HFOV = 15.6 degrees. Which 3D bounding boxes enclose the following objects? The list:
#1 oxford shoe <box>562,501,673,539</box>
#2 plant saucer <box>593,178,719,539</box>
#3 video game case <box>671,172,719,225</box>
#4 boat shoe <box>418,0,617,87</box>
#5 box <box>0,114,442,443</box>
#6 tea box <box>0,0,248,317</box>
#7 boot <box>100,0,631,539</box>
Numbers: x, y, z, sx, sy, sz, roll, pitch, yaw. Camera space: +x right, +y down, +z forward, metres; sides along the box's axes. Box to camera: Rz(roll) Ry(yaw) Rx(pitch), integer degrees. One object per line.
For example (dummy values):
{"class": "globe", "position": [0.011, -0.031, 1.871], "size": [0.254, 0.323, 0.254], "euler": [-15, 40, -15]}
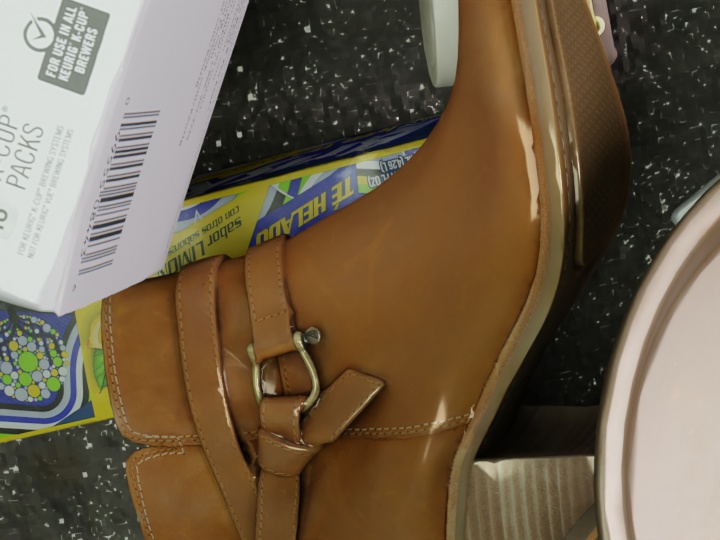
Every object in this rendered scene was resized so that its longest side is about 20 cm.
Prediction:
{"class": "oxford shoe", "position": [0.122, 0.091, 0.744], "size": [0.071, 0.200, 0.072], "euler": [35, 112, 37]}
{"class": "plant saucer", "position": [0.146, 0.057, 0.696], "size": [0.199, 0.029, 0.201], "euler": [3, 83, -23]}
{"class": "video game case", "position": [0.206, 0.018, 0.751], "size": [0.143, 0.018, 0.200], "euler": [-39, 88, 8]}
{"class": "boat shoe", "position": [0.046, -0.157, 0.796], "size": [0.059, 0.072, 0.201], "euler": [-2, 94, -2]}
{"class": "box", "position": [-0.038, 0.001, 0.845], "size": [0.199, 0.070, 0.065], "euler": [-14, 99, 18]}
{"class": "tea box", "position": [-0.124, -0.118, 0.698], "size": [0.196, 0.134, 0.201], "euler": [19, 98, 6]}
{"class": "boot", "position": [0.000, 0.000, 0.767], "size": [0.155, 0.077, 0.201], "euler": [-1, 105, 21]}
